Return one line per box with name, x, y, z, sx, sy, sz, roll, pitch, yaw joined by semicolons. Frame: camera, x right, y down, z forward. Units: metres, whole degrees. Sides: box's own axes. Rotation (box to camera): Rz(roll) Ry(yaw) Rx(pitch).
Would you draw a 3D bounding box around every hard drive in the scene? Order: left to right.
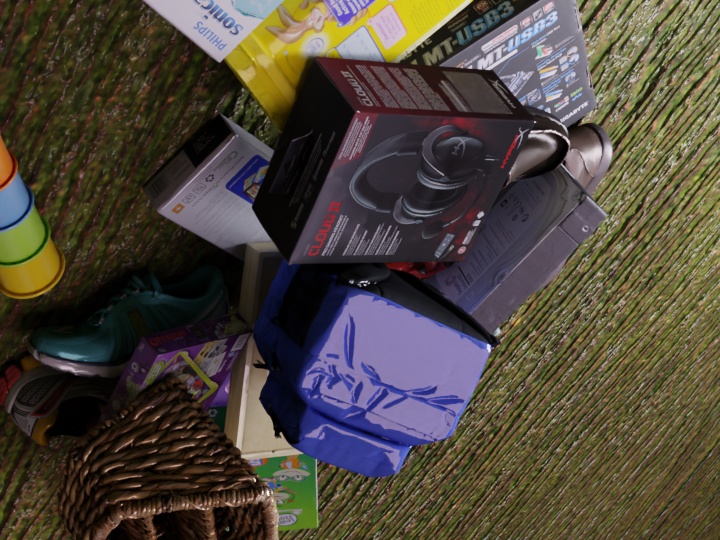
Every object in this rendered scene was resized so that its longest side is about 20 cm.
hard drive;0.133;-0.017;1.483;0.038;0.140;0.200;38;102;-25

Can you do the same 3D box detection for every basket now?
basket;-0.166;0.219;1.339;0.142;0.149;0.200;-34;156;-22

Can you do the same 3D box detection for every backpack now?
backpack;-0.013;0.066;1.311;0.162;0.200;0.168;29;96;-23

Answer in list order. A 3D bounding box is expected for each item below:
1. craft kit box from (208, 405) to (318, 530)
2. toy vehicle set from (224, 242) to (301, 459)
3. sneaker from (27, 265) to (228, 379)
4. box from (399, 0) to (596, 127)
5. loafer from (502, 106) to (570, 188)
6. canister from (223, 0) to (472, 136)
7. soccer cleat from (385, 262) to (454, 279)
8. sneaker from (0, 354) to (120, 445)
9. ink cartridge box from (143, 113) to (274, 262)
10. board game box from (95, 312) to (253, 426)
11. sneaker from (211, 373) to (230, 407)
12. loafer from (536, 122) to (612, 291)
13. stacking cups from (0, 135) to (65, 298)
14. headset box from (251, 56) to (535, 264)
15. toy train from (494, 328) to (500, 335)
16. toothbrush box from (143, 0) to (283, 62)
craft kit box;-0.142;0.204;1.563;0.198;0.049;0.198;-4;146;-3
toy vehicle set;-0.055;0.072;1.425;0.124;0.026;0.201;-2;108;-31
sneaker;-0.204;0.041;1.374;0.199;0.077;0.080;-15;122;-39
box;0.115;-0.165;1.425;0.199;0.050;0.199;-34;147;-4
loafer;0.117;-0.096;1.404;0.199;0.071;0.073;-9;139;-35
canister;-0.013;-0.206;1.219;0.200;0.087;0.149;-39;147;0
soccer cleat;0.000;0.000;1.500;0.199;0.085;0.069;-23;103;-8
sneaker;-0.227;0.116;1.414;0.199;0.082;0.078;-12;140;-35
ink cartridge box;-0.095;-0.060;1.367;0.095;0.037;0.200;-43;145;10
board game box;-0.181;0.126;1.380;0.120;0.032;0.201;-19;147;-53
sneaker;-0.081;0.119;1.552;0.199;0.089;0.081;-24;148;-15
loafer;0.185;-0.066;1.604;0.071;0.073;0.201;1;122;-38
stacking cups;-0.273;-0.061;1.174;0.060;0.061;0.201;-27;145;-15
headset box;0.017;-0.084;1.232;0.199;0.077;0.149;-1;131;-37
toy train;0.071;0.068;1.629;0.200;0.085;0.114;-40;-177;-4
toothbrush box;-0.084;-0.265;1.078;0.200;0.085;0.146;-44;148;8
